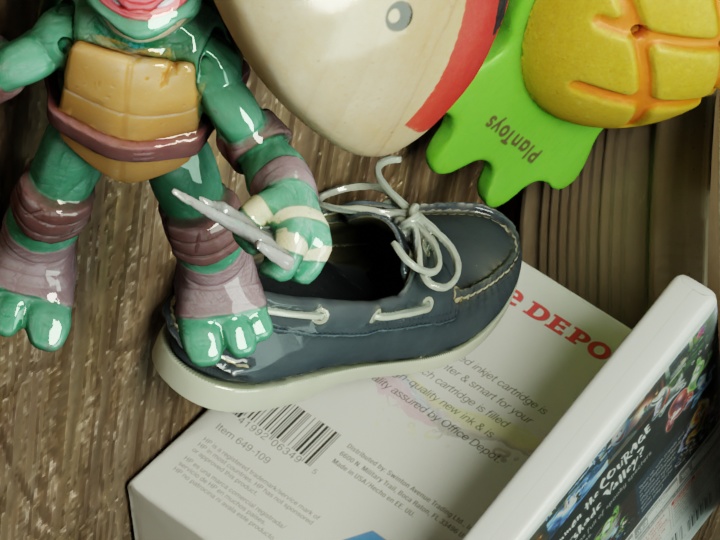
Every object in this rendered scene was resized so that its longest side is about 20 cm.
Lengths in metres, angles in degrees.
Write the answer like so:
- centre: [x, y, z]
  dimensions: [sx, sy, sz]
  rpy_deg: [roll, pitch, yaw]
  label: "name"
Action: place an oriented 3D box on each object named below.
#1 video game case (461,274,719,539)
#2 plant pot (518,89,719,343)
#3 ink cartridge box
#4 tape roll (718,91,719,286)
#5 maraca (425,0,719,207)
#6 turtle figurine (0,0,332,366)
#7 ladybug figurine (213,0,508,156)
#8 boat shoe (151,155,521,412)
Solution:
- centre: [0.084, 0.120, 1.046]
  dimensions: [0.200, 0.023, 0.182]
  rpy_deg: [-49, 154, -18]
  label: "video game case"
- centre: [0.126, -0.004, 1.203]
  dimensions: [0.201, 0.092, 0.202]
  rpy_deg: [1, 90, -79]
  label: "plant pot"
- centre: [0.022, 0.106, 1.117]
  dimensions: [0.200, 0.146, 0.146]
  rpy_deg: [-43, 152, -29]
  label: "ink cartridge box"
- centre: [0.175, 0.020, 1.103]
  dimensions: [0.203, 0.037, 0.204]
  rpy_deg: [-2, 90, -80]
  label: "tape roll"
- centre: [0.108, -0.108, 1.071]
  dimensions: [0.200, 0.107, 0.137]
  rpy_deg: [-47, 140, 10]
  label: "maraca"
- centre: [-0.072, -0.043, 0.781]
  dimensions: [0.200, 0.149, 0.101]
  rpy_deg: [97, 16, -60]
  label: "turtle figurine"
- centre: [0.002, -0.110, 0.800]
  dimensions: [0.072, 0.136, 0.200]
  rpy_deg: [-24, -165, 15]
  label: "ladybug figurine"
- centre: [0.000, 0.000, 1.034]
  dimensions: [0.199, 0.075, 0.062]
  rpy_deg: [-13, 138, -41]
  label: "boat shoe"
